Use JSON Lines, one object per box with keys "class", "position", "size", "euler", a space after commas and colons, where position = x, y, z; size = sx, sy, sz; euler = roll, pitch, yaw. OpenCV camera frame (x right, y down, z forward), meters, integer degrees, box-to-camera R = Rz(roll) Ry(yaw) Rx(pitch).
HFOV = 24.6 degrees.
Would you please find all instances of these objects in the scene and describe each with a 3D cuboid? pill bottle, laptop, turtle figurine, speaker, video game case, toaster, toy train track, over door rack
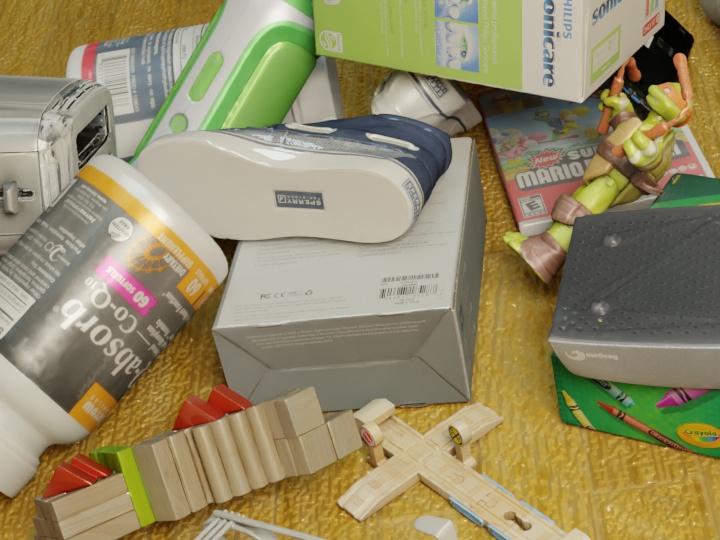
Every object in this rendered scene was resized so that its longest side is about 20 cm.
{"class": "pill bottle", "position": [-0.117, -0.131, 1.279], "size": [0.198, 0.120, 0.120], "euler": [-9, 35, 5]}
{"class": "laptop", "position": [0.144, -0.184, 1.274], "size": [0.103, 0.200, 0.177], "euler": [-45, 7, 33]}
{"class": "turtle figurine", "position": [0.163, -0.066, 1.068], "size": [0.161, 0.064, 0.200], "euler": [-49, 10, 10]}
{"class": "pill bottle", "position": [-0.185, 0.035, 1.030], "size": [0.200, 0.116, 0.116], "euler": [-50, 44, -10]}
{"class": "speaker", "position": [-0.096, -0.114, 1.172], "size": [0.088, 0.088, 0.201], "euler": [34, 95, 47]}
{"class": "video game case", "position": [0.170, -0.095, 1.224], "size": [0.142, 0.018, 0.201], "euler": [-12, 34, 2]}
{"class": "toaster", "position": [-0.244, -0.075, 1.140], "size": [0.128, 0.115, 0.200], "euler": [1, 17, 4]}
{"class": "toy train track", "position": [0.060, 0.117, 0.947], "size": [0.114, 0.033, 0.200], "euler": [-32, 40, -25]}
{"class": "over door rack", "position": [-0.054, 0.191, 0.836], "size": [0.199, 0.067, 0.148], "euler": [-6, 28, 48]}

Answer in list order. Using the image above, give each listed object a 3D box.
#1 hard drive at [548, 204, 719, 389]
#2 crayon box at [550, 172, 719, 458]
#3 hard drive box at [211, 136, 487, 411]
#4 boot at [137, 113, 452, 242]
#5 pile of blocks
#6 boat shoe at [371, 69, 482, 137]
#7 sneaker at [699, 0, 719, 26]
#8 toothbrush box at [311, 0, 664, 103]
{"class": "hard drive", "position": [0.213, 0.014, 0.931], "size": [0.198, 0.043, 0.135], "euler": [-2, 36, 17]}
{"class": "crayon box", "position": [0.212, 0.023, 1.008], "size": [0.118, 0.059, 0.200], "euler": [10, 41, 30]}
{"class": "hard drive box", "position": [0.000, 0.000, 1.094], "size": [0.155, 0.077, 0.201], "euler": [-4, 36, 12]}
{"class": "boot", "position": [-0.042, -0.067, 1.086], "size": [0.199, 0.073, 0.090], "euler": [10, 32, 20]}
{"class": "pile of blocks", "position": [-0.102, 0.105, 0.964], "size": [0.199, 0.063, 0.082], "euler": [-18, 5, -7]}
{"class": "boat shoe", "position": [0.041, -0.124, 1.213], "size": [0.065, 0.074, 0.200], "euler": [-38, -7, 8]}
{"class": "sneaker", "position": [0.310, -0.188, 1.261], "size": [0.080, 0.077, 0.200], "euler": [-24, 34, -12]}
{"class": "toothbrush box", "position": [0.086, -0.191, 1.099], "size": [0.199, 0.087, 0.146], "euler": [12, 33, 27]}
